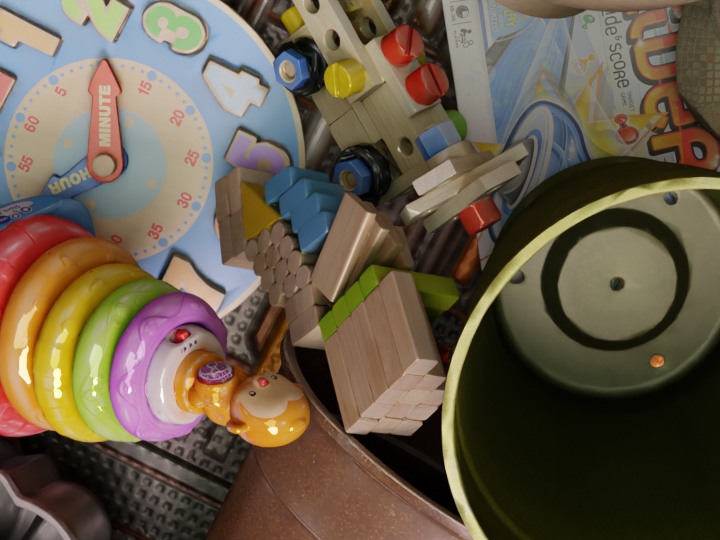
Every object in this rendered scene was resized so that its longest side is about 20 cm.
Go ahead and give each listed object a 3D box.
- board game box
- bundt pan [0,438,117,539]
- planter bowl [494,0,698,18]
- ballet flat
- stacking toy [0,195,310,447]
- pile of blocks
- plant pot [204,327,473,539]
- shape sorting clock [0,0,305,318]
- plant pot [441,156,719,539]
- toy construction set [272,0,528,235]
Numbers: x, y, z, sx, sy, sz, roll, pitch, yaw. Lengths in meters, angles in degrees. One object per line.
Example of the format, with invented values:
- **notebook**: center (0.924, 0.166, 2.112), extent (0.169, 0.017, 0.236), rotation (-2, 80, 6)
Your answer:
- **board game box**: center (0.116, -0.080, 0.922), extent (0.135, 0.034, 0.200), rotation (-9, 102, 4)
- **bundt pan**: center (-0.196, 0.172, 0.950), extent (0.202, 0.076, 0.202), rotation (7, 109, 20)
- **planter bowl**: center (0.103, -0.192, 0.800), extent (0.200, 0.200, 0.135), rotation (44, 138, -7)
- **ballet flat**: center (0.200, -0.158, 0.863), extent (0.067, 0.062, 0.200), rotation (20, 85, -1)
- **stacking toy**: center (-0.104, 0.042, 0.846), extent (0.200, 0.116, 0.110), rotation (16, 121, 36)
- **pile of blocks**: center (0.000, 0.000, 0.855), extent (0.062, 0.200, 0.082), rotation (9, 115, -35)
- **plant pot**: center (-0.001, 0.160, 0.901), extent (0.200, 0.200, 0.198), rotation (32, 105, -5)
- **shape sorting clock**: center (-0.128, -0.055, 0.935), extent (0.200, 0.039, 0.200), rotation (1, 103, 2)
- **plant pot**: center (0.130, 0.032, 0.826), extent (0.200, 0.193, 0.201), rotation (0, 107, -1)
- **toy construction set**: center (0.020, -0.102, 0.870), extent (0.131, 0.092, 0.200), rotation (-33, 70, 44)
